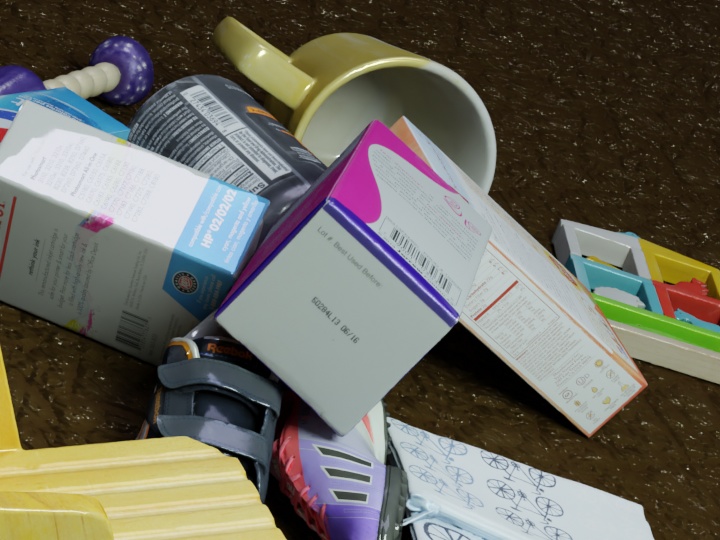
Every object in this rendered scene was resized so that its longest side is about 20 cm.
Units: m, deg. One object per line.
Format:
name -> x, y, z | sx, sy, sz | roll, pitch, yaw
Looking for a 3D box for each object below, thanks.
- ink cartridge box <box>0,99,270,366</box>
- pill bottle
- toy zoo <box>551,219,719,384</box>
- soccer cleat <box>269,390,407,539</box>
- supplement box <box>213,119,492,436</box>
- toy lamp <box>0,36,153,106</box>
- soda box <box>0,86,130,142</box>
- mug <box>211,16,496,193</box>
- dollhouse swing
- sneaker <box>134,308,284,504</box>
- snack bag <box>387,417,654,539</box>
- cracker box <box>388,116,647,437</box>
ink cartridge box -> -0.165, -0.024, 1.764 | 0.200, 0.115, 0.068 | 23, 51, 1
pill bottle -> -0.066, -0.036, 1.913 | 0.106, 0.106, 0.200 | 2, 30, -40
toy zoo -> 0.209, 0.017, 2.152 | 0.131, 0.020, 0.200 | 18, 23, -10
soccer cleat -> -0.016, 0.121, 1.664 | 0.073, 0.068, 0.200 | 6, 22, -8
supplement box -> 0.000, 0.000, 1.717 | 0.101, 0.103, 0.200 | 43, 18, -5
toy lamp -> -0.210, -0.123, 2.044 | 0.058, 0.058, 0.200 | 28, 23, 14
soda box -> -0.237, -0.065, 1.871 | 0.064, 0.068, 0.200 | 32, 24, 25
mug -> -0.005, -0.113, 2.072 | 0.149, 0.187, 0.153 | -24, 25, -8
dollhouse swing -> -0.129, 0.095, 1.469 | 0.176, 0.182, 0.200 | -16, 37, -15
sneaker -> -0.085, 0.087, 1.655 | 0.078, 0.079, 0.200 | 17, 24, -12
snack bag -> 0.106, 0.163, 1.702 | 0.188, 0.021, 0.200 | 22, 21, -18
cracker box -> 0.087, 0.004, 1.919 | 0.200, 0.058, 0.134 | 43, 11, -29
